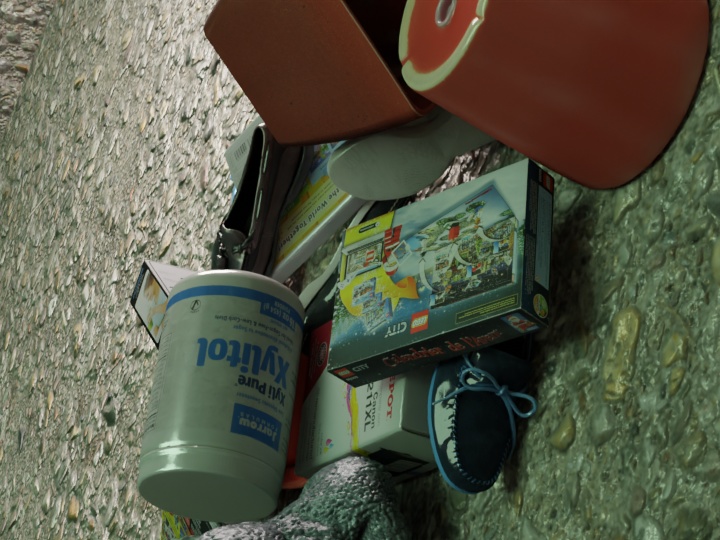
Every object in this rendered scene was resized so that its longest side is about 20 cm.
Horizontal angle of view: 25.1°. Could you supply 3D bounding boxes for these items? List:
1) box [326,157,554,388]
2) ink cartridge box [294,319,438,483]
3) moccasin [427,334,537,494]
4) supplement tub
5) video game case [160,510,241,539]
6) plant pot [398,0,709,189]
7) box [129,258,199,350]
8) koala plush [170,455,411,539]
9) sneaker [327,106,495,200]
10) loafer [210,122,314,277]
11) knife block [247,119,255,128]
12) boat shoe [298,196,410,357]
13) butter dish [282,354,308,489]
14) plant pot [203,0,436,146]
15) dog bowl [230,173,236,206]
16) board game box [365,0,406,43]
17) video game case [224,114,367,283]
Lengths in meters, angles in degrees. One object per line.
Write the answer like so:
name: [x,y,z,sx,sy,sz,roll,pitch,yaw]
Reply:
box: [0.063,0.005,1.304,0.200,0.038,0.137,-20,52,38]
ink cartridge box: [0.028,0.101,1.425,0.200,0.083,0.146,-33,45,56]
moccasin: [0.100,0.076,1.295,0.068,0.080,0.201,-27,51,52]
supplement tub: [-0.124,0.113,1.467,0.132,0.132,0.201,-39,39,52]
video game case: [-0.158,0.267,1.593,0.200,0.025,0.181,-129,40,-55]
plant pot: [0.138,-0.179,1.255,0.200,0.177,0.201,-44,38,48]
box: [-0.186,0.057,1.872,0.200,0.116,0.060,44,117,61]
koala plush: [-0.067,0.252,1.341,0.177,0.199,0.185,-169,76,-66]
sneaker: [0.062,-0.134,1.475,0.200,0.075,0.089,-24,34,19]
loafer: [-0.113,-0.051,1.586,0.072,0.063,0.201,27,95,47]
knife block: [-0.029,-0.114,1.730,0.200,0.175,0.064,54,-139,-62]
boat shoe: [0.000,0.000,1.575,0.200,0.060,0.076,-57,-12,1]
butter dish: [-0.119,0.113,1.654,0.200,0.147,0.200,-12,63,63]
plant pot: [-0.018,-0.224,1.450,0.176,0.200,0.200,-26,13,41]
dog bowl: [-0.126,-0.035,1.822,0.112,0.049,0.200,93,-179,-45]
board game box: [0.072,-0.316,1.579,0.200,0.097,0.160,-56,29,33]
video game case: [-0.048,-0.114,1.607,0.200,0.023,0.182,-43,48,27]
